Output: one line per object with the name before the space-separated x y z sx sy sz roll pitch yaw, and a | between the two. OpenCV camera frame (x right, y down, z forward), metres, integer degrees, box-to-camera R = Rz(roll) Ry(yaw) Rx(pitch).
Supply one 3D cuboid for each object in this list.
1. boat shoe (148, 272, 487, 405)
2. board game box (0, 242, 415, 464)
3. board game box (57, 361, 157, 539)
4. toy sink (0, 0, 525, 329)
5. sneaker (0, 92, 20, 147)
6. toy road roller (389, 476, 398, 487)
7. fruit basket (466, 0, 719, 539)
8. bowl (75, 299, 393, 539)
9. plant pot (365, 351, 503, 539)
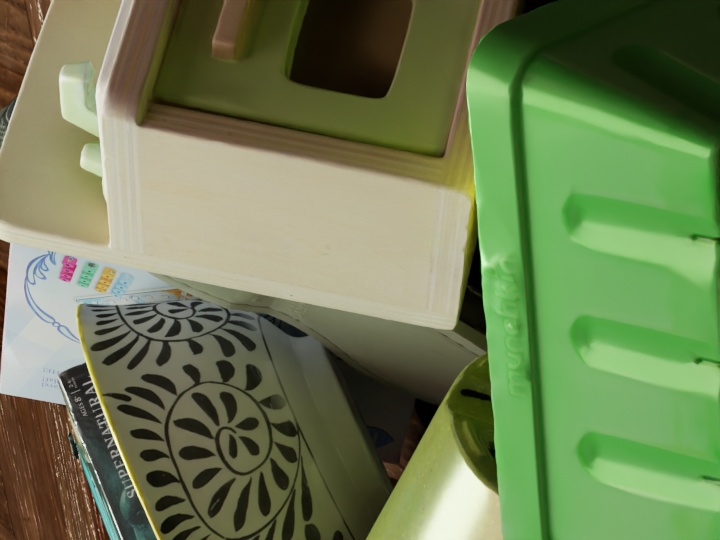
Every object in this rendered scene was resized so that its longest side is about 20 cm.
boat shoe | 0.000 0.000 1.267 0.072 0.201 0.061 -42 26 56
board game box | -0.062 0.003 1.374 0.199 0.199 0.044 104 176 -52
board game box | -0.090 0.153 1.386 0.135 0.028 0.201 88 159 -66
toy sink | -0.042 -0.076 1.182 0.112 0.199 0.131 93 -169 -59
sneaker | -0.071 -0.042 1.411 0.114 0.199 0.077 -35 36 48
toy road roller | 0.006 0.182 1.419 0.200 0.122 0.147 -166 64 -68
fruit basket | 0.090 -0.013 1.051 0.215 0.155 0.216 29 131 39
bowl | -0.042 0.087 1.320 0.201 0.094 0.201 -24 -90 -89
plant pot | 0.068 0.134 1.168 0.200 0.199 0.191 55 140 42
